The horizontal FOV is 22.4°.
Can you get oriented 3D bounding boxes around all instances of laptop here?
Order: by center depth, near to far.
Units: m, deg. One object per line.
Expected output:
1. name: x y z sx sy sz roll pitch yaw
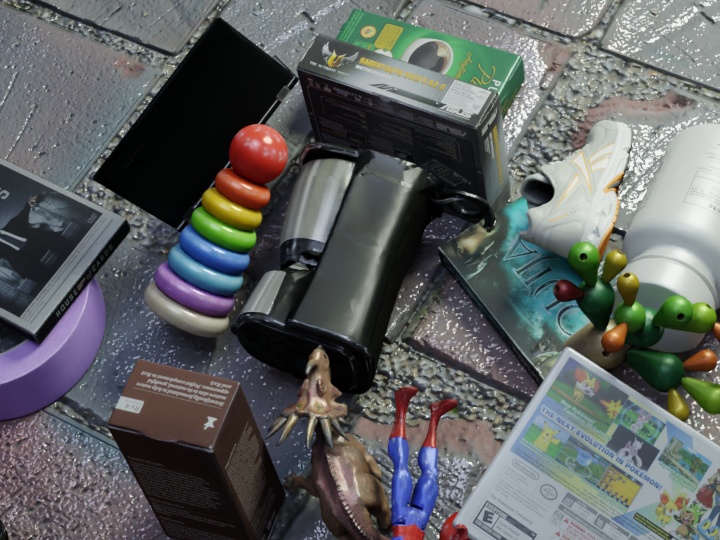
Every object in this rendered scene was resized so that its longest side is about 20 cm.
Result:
1. laptop: -0.162 -0.149 1.745 0.188 0.116 0.200 -51 19 5

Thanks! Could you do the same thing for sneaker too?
1. sneaker: 0.201 -0.086 1.719 0.091 0.076 0.201 17 39 3

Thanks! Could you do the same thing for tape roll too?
1. tape roll: -0.352 0.044 1.777 0.198 0.066 0.202 -5 56 7

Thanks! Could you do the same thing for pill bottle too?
1. pill bottle: 0.301 -0.028 1.653 0.113 0.115 0.201 16 52 20

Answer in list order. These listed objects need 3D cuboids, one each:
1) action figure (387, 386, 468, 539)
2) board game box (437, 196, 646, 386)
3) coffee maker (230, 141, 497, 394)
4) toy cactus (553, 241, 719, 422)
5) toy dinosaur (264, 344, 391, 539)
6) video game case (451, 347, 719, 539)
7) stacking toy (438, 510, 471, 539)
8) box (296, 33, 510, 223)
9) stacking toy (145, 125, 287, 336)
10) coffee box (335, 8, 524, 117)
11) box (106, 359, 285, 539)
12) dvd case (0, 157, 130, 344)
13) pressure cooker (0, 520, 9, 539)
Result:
1. action figure: 0.053 0.196 1.514 0.065 0.099 0.202 18 70 -22
2. board game box: 0.181 0.018 1.714 0.135 0.028 0.200 -31 57 -11
3. coffee maker: 0.000 0.000 1.681 0.190 0.135 0.202 3 60 29
4. toy cactus: 0.232 0.064 1.571 0.199 0.165 0.103 35 62 -16
5. toy dinosaur: -0.018 0.179 1.580 0.085 0.136 0.201 -28 57 -9
6. video game case: 0.208 0.195 1.534 0.199 0.022 0.183 33 83 9
7. stacking toy: 0.150 0.187 1.586 0.200 0.086 0.085 -43 59 -9
8. box: 0.044 -0.134 1.762 0.199 0.159 0.049 21 62 23
9. stacking toy: -0.127 -0.043 1.711 0.085 0.085 0.201 33 105 28
10. coffee box: 0.056 -0.189 1.866 0.198 0.044 0.124 18 62 22
11. box: -0.138 0.165 1.572 0.099 0.201 0.075 12 60 18
12. dvd case: -0.344 -0.028 1.769 0.199 0.025 0.151 25 64 23
13. pressure cooker: -0.404 0.261 1.574 0.198 0.179 0.177 -12 52 3
